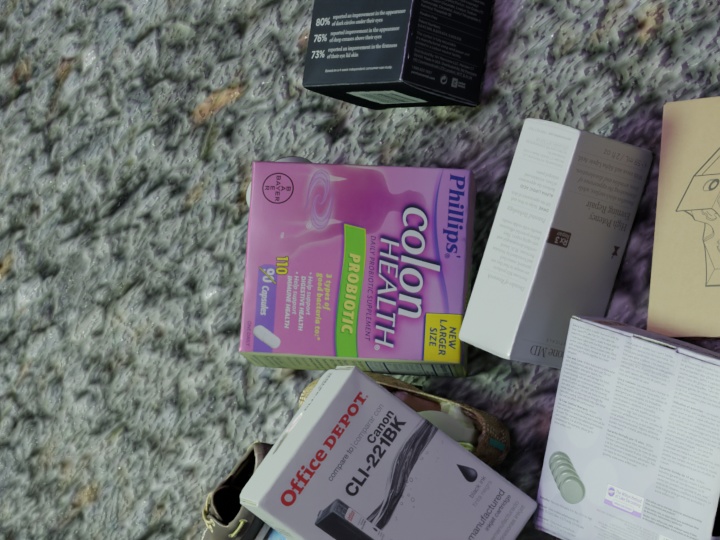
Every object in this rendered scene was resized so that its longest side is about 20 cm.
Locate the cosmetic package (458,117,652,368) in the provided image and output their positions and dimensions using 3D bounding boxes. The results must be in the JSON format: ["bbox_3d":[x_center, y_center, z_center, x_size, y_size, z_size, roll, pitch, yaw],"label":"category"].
[{"bbox_3d":[0.166,-0.020,1.630,0.074,0.102,0.200,20,97,49],"label":"cosmetic package"}]

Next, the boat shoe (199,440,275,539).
[{"bbox_3d":[-0.108,0.213,1.755,0.200,0.059,0.072,-47,34,47],"label":"boat shoe"}]

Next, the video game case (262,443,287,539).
[{"bbox_3d":[-0.047,0.250,1.731,0.200,0.045,0.182,-6,69,64],"label":"video game case"}]

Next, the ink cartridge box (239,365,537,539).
[{"bbox_3d":[0.022,0.193,1.606,0.144,0.200,0.084,-54,8,-11],"label":"ink cartridge box"}]

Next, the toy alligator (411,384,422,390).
[{"bbox_3d":[0.032,0.198,1.737,0.054,0.059,0.200,93,-173,-58],"label":"toy alligator"}]

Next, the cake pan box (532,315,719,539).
[{"bbox_3d":[0.234,0.145,1.538,0.200,0.052,0.184,16,102,49],"label":"cake pan box"}]

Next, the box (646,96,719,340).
[{"bbox_3d":[0.303,-0.043,1.543,0.163,0.021,0.200,-2,80,48],"label":"box"}]

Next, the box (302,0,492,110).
[{"bbox_3d":[0.040,-0.260,1.822,0.148,0.104,0.200,5,84,48],"label":"box"}]

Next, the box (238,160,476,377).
[{"bbox_3d":[0.000,0.000,1.732,0.200,0.097,0.176,3,80,6],"label":"box"}]

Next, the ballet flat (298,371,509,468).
[{"bbox_3d":[0.034,0.127,1.702,0.200,0.065,0.071,10,79,17],"label":"ballet flat"}]

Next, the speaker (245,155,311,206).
[{"bbox_3d":[-0.039,-0.017,1.868,0.081,0.081,0.200,-52,47,26],"label":"speaker"}]
